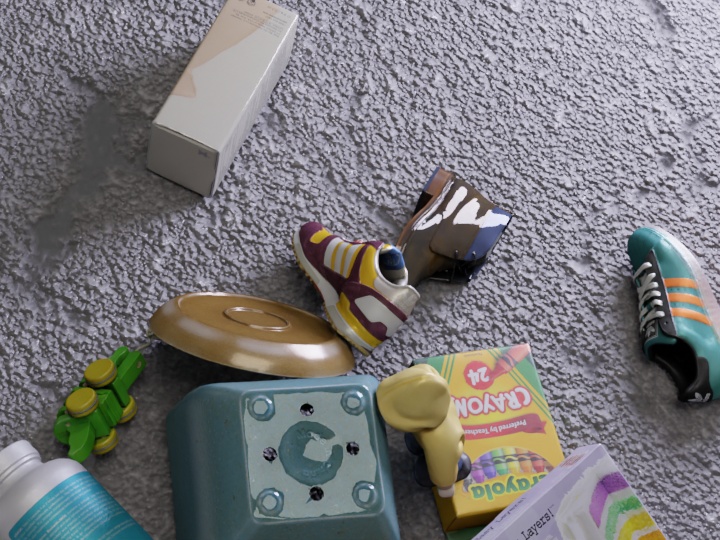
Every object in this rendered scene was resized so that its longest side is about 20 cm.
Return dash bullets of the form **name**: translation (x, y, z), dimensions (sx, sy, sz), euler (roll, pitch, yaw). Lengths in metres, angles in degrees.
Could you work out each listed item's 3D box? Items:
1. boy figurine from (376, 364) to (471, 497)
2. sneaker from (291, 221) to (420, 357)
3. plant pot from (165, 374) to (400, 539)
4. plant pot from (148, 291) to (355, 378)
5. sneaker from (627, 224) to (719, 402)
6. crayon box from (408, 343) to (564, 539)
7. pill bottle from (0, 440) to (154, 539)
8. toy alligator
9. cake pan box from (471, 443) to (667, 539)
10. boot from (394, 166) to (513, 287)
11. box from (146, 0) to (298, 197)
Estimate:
- **boy figurine**: translation (0.061, 0.142, 1.516), dimensions (0.064, 0.200, 0.125), euler (-17, 68, 5)
- **sneaker**: translation (0.000, 0.000, 1.656), dimensions (0.090, 0.075, 0.200), euler (-41, 40, 9)
- **plant pot**: translation (-0.059, 0.184, 1.498), dimensions (0.196, 0.200, 0.197), euler (-2, 70, -14)
- **plant pot**: translation (-0.100, 0.056, 1.594), dimensions (0.199, 0.200, 0.028), euler (11, 101, -7)
- **sneaker**: translation (0.321, 0.045, 1.752), dimensions (0.080, 0.071, 0.200), euler (-17, 68, -26)
- **crayon box**: translation (0.129, 0.176, 1.647), dimensions (0.126, 0.051, 0.201), euler (-8, 64, -17)
- **pill bottle**: translation (-0.253, 0.243, 1.487), dimensions (0.200, 0.111, 0.111), euler (44, 61, 12)
- **toy alligator**: translation (-0.243, 0.110, 1.600), dimensions (0.054, 0.059, 0.200), euler (-3, 38, 27)
- **cake pan box**: translation (0.198, 0.291, 1.569), dimensions (0.200, 0.052, 0.184), euler (-35, 91, -26)
- **boot**: translation (0.085, -0.015, 1.730), dimensions (0.097, 0.075, 0.200), euler (24, 57, 4)
- **box**: translation (-0.143, -0.186, 1.761), dimensions (0.078, 0.095, 0.200), euler (25, 58, 3)
